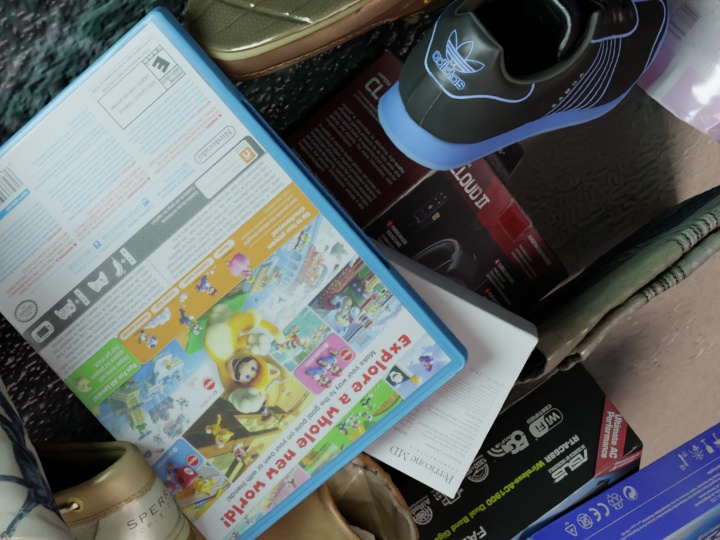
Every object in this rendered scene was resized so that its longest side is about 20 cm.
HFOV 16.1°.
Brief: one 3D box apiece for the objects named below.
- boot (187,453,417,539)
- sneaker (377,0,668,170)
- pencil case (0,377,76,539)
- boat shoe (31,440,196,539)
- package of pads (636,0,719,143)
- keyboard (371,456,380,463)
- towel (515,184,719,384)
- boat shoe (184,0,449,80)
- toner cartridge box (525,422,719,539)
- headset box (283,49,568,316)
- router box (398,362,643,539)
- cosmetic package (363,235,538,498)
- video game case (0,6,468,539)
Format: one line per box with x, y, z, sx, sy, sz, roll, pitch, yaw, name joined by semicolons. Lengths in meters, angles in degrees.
-0.063;0.154;1.262;0.199;0.066;0.175;-17;152;23;boot
0.092;-0.109;1.168;0.200;0.070;0.078;-33;168;-45;sneaker
-0.180;0.082;1.054;0.089;0.200;0.078;-38;136;4;pencil case
-0.164;0.100;1.135;0.074;0.199;0.067;-50;130;-49;boat shoe
0.229;-0.150;1.276;0.200;0.076;0.120;-51;154;14;package of pads
-0.001;0.091;1.389;0.200;0.011;0.056;-40;145;-2;keyboard
0.135;0.012;1.311;0.200;0.035;0.193;-34;-179;-19;towel
0.017;-0.136;1.111;0.200;0.072;0.068;-34;142;-14;boat shoe
0.151;0.147;1.406;0.200;0.043;0.095;-25;157;-39;toner cartridge box
0.000;0.000;1.237;0.200;0.077;0.149;-42;145;0;headset box
0.079;0.139;1.420;0.150;0.062;0.200;-35;163;-6;router box
-0.028;0.016;1.130;0.083;0.199;0.051;-62;-178;6;cosmetic package
-0.071;0.008;1.093;0.143;0.200;0.018;-40;-173;14;video game case
